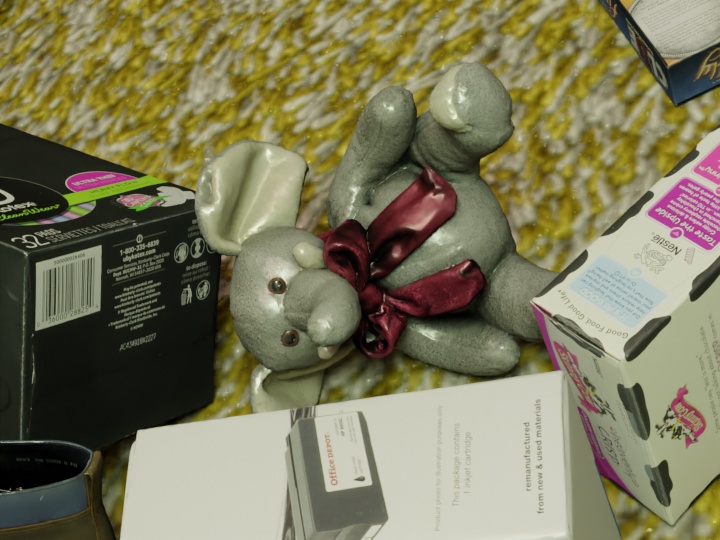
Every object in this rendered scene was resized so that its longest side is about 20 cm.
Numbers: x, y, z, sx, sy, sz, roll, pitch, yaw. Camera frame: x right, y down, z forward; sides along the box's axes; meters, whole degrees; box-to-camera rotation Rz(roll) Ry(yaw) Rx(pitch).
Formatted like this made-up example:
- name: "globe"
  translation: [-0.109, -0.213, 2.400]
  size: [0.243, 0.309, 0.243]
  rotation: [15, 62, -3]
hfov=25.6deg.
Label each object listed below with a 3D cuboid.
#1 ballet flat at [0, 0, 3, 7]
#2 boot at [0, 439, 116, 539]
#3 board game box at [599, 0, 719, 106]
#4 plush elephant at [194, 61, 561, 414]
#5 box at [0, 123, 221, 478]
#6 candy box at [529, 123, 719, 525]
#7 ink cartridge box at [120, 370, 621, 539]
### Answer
- name: "ballet flat"
  translation: [-0.311, -0.191, 1.167]
  size: [0.071, 0.069, 0.201]
  rotation: [26, 63, 14]
- name: "boot"
  translation: [-0.213, 0.118, 0.767]
  size: [0.198, 0.098, 0.075]
  rotation: [6, 30, -5]
- name: "board game box"
  translation: [0.248, -0.193, 0.956]
  size: [0.199, 0.035, 0.136]
  rotation: [-25, 47, 1]
- name: "plush elephant"
  translation: [0.000, 0.000, 0.817]
  size: [0.154, 0.166, 0.200]
  rotation: [-31, 17, -23]
- name: "box"
  translation: [-0.196, 0.006, 0.870]
  size: [0.199, 0.126, 0.148]
  rotation: [19, 23, 34]
- name: "candy box"
  translation: [0.181, 0.004, 0.750]
  size: [0.200, 0.137, 0.061]
  rotation: [-42, 48, -15]
- name: "ink cartridge box"
  translation: [0.010, 0.130, 0.708]
  size: [0.198, 0.145, 0.085]
  rotation: [-9, 49, 15]
